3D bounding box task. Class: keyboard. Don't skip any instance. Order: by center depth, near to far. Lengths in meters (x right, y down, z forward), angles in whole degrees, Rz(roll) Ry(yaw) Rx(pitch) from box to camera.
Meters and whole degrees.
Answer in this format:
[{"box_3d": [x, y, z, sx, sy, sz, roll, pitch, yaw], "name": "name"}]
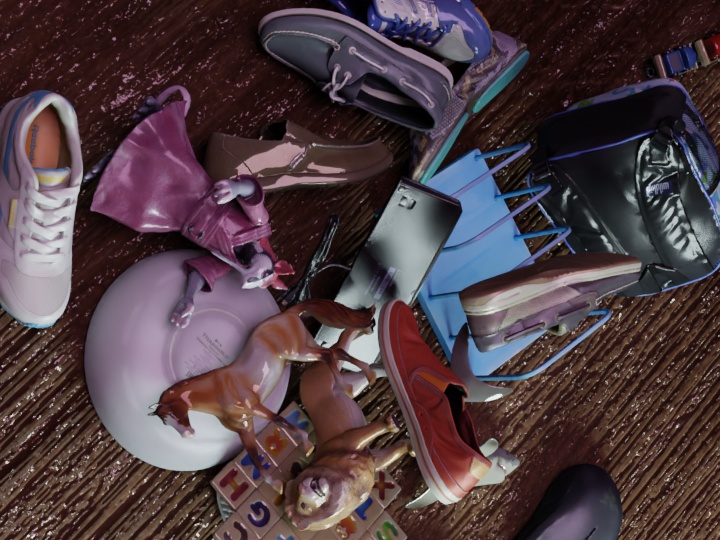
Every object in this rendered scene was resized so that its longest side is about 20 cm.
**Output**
[{"box_3d": [0.000, 0.000, 1.445, 0.126, 0.021, 0.201, 19, 112, -25], "name": "keyboard"}]

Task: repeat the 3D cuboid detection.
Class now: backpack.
[{"box_3d": [0.289, -0.087, 1.586, 0.201, 0.181, 0.148, 55, 37, -28], "name": "backpack"}]

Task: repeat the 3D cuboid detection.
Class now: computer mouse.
[{"box_3d": [0.213, 0.287, 1.581, 0.138, 0.053, 0.201, 43, 67, -18], "name": "computer mouse"}]

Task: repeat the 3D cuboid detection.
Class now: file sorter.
[{"box_3d": [0.137, -0.008, 1.527, 0.138, 0.122, 0.202, -33, 101, -28], "name": "file sorter"}]

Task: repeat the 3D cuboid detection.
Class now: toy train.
[{"box_3d": [0.397, -0.250, 1.738, 0.198, 0.046, 0.035, -23, 96, -29], "name": "toy train"}]

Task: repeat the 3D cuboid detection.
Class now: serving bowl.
[{"box_3d": [-0.145, 0.079, 1.393, 0.198, 0.066, 0.203, 3, 85, -28], "name": "serving bowl"}]

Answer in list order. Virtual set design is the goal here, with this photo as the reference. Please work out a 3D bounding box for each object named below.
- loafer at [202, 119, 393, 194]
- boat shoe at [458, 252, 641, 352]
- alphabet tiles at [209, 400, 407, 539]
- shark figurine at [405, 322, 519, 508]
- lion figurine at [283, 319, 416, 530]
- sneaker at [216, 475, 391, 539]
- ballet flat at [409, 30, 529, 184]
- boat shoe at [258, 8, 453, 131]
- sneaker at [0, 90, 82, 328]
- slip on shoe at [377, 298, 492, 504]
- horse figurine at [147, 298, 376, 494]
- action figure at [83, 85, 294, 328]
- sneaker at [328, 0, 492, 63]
[{"box_3d": [-0.058, -0.109, 1.453, 0.198, 0.076, 0.068, -11, 97, -30], "name": "loafer"}, {"box_3d": [0.179, 0.028, 1.441, 0.198, 0.072, 0.066, -14, 104, -32], "name": "boat shoe"}, {"box_3d": [-0.044, 0.216, 1.394, 0.167, 0.006, 0.200, 50, 44, -2], "name": "alphabet tiles"}, {"box_3d": [0.078, 0.146, 1.493, 0.127, 0.215, 0.090, -24, 54, -5], "name": "shark figurine"}, {"box_3d": [-0.020, 0.137, 1.405, 0.073, 0.121, 0.201, 49, 20, -38], "name": "lion figurine"}, {"box_3d": [-0.043, 0.244, 1.436, 0.201, 0.075, 0.105, 49, 47, -5], "name": "sneaker"}, {"box_3d": [0.090, -0.169, 1.557, 0.072, 0.072, 0.201, 47, 66, -17], "name": "ballet flat"}, {"box_3d": [-0.006, -0.188, 1.472, 0.198, 0.073, 0.062, 19, 56, -13], "name": "boat shoe"}, {"box_3d": [-0.277, -0.053, 1.323, 0.076, 0.080, 0.203, -1, 87, -31], "name": "sneaker"}, {"box_3d": [0.067, 0.109, 1.390, 0.074, 0.061, 0.202, 37, 27, -53], "name": "slip on shoe"}, {"box_3d": [-0.072, 0.093, 1.352, 0.132, 0.050, 0.200, 37, 72, 13], "name": "horse figurine"}, {"box_3d": [-0.141, -0.048, 1.365, 0.199, 0.149, 0.134, 38, 111, -6], "name": "action figure"}, {"box_3d": [0.033, -0.246, 1.503, 0.198, 0.075, 0.089, 29, 50, -8], "name": "sneaker"}]
